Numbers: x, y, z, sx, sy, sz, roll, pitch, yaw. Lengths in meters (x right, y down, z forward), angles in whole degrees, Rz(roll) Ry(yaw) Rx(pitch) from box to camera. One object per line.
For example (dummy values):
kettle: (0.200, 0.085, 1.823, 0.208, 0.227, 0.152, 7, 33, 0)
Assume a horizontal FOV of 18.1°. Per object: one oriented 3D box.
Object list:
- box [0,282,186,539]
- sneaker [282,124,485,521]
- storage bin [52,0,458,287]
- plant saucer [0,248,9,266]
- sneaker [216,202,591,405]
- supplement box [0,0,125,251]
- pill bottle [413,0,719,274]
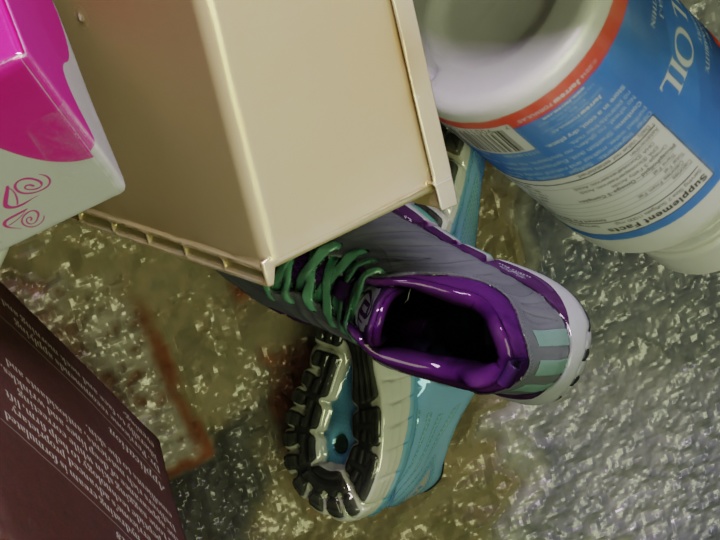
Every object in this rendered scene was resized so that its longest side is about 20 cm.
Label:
box: (-0.173, 0.128, 0.919, 0.164, 0.200, 0.166, -33, 127, 8)
sneaker: (0.023, 0.018, 1.075, 0.090, 0.078, 0.200, 4, 102, -50)
storage bin: (-0.077, -0.116, 0.911, 0.094, 0.198, 0.200, -28, 117, -30)
plant saucer: (-0.242, -0.041, 0.932, 0.200, 0.050, 0.200, -8, 126, -11)
sneaker: (0.000, 0.000, 0.980, 0.088, 0.200, 0.075, -2, 110, -64)
supplement box: (-0.204, -0.046, 0.828, 0.200, 0.103, 0.101, -24, 149, 3)
pill bottle: (0.114, -0.076, 1.033, 0.112, 0.112, 0.200, -54, 136, 2)
